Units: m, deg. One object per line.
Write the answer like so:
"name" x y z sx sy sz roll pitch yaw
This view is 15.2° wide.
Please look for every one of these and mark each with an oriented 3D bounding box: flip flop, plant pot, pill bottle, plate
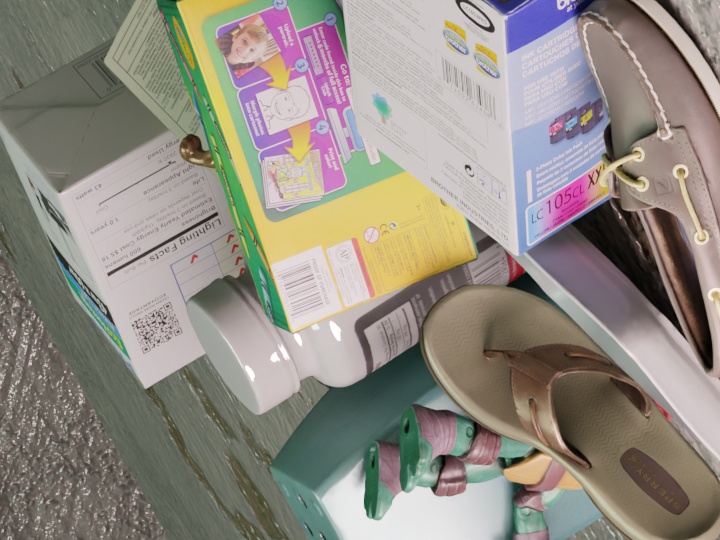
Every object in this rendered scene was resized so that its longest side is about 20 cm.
"flip flop" 0.120 0.077 1.471 0.200 0.081 0.058 43 165 12
"plant pot" 0.057 0.111 1.667 0.142 0.200 0.141 60 166 -17
"pill bottle" 0.000 0.000 1.613 0.111 0.200 0.111 53 165 20
"plate" 0.130 0.017 1.466 0.200 0.032 0.200 47 -178 38

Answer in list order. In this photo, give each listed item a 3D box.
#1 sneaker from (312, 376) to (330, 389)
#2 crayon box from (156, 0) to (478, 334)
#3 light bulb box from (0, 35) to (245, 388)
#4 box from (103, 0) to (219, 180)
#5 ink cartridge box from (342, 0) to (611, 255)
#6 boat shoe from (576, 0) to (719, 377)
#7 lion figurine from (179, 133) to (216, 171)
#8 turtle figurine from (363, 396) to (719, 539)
"sneaker" 0.008 0.058 1.769 0.200 0.071 0.083 46 173 -2
"crayon box" -0.023 -0.080 1.508 0.058 0.118 0.201 -157 47 -72
"light bulb box" -0.126 -0.061 1.911 0.125 0.198 0.200 48 163 44
"box" -0.064 -0.110 1.738 0.200 0.078 0.095 46 118 25
"ink cartridge box" 0.058 -0.125 1.351 0.136 0.076 0.200 39 153 34
"boat shoe" 0.152 -0.042 1.296 0.201 0.059 0.072 62 166 -19
"lion figurine" -0.048 -0.128 1.626 0.122 0.072 0.201 20 131 31
"turtle figurine" 0.110 0.119 1.566 0.150 0.199 0.101 114 156 -45
